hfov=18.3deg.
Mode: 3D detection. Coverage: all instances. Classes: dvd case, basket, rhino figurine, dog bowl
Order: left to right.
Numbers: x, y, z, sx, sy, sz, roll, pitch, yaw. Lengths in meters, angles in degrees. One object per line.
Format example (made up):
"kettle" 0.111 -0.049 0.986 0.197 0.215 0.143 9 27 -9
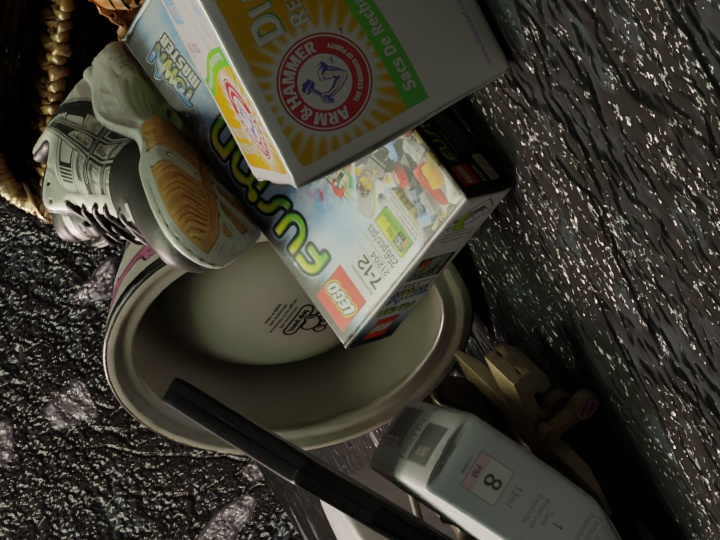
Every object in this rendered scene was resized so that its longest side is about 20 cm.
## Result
"basket" -0.150 -0.127 1.267 0.149 0.142 0.201 -137 55 -65
"dog bowl" -0.043 0.012 1.208 0.200 0.199 0.074 71 -175 -50
"dvd case" 0.002 0.124 1.187 0.200 0.018 0.143 34 174 -35
"rhino figurine" 0.063 0.125 1.356 0.200 0.060 0.088 73 171 -65

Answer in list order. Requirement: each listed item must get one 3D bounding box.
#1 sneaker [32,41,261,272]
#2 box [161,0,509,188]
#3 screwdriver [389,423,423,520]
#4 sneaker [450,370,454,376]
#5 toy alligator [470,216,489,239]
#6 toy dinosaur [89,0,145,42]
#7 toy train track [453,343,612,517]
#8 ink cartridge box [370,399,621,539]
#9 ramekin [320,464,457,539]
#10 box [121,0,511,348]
"sneaker" -0.112 -0.036 1.116 0.076 0.088 0.200 41 -172 -29
"box" -0.037 -0.144 0.919 0.201 0.101 0.112 62 172 -10
"screwdriver" 0.014 0.083 1.425 0.028 0.029 0.201 -46 42 40
"sneaker" 0.000 0.000 1.335 0.200 0.085 0.073 41 173 -28
"toy alligator" -0.004 -0.083 1.110 0.200 0.059 0.054 41 -158 16
"toy dinosaur" -0.113 -0.179 1.140 0.102 0.135 0.200 57 171 18
"toy train track" 0.106 0.092 1.114 0.115 0.032 0.200 45 169 38
"ink cartridge box" 0.106 0.139 1.113 0.200 0.057 0.163 31 174 -7
"ramekin" 0.059 0.213 1.554 0.203 0.094 0.202 59 172 14
"box" -0.024 -0.075 1.050 0.200 0.035 0.110 53 129 20
